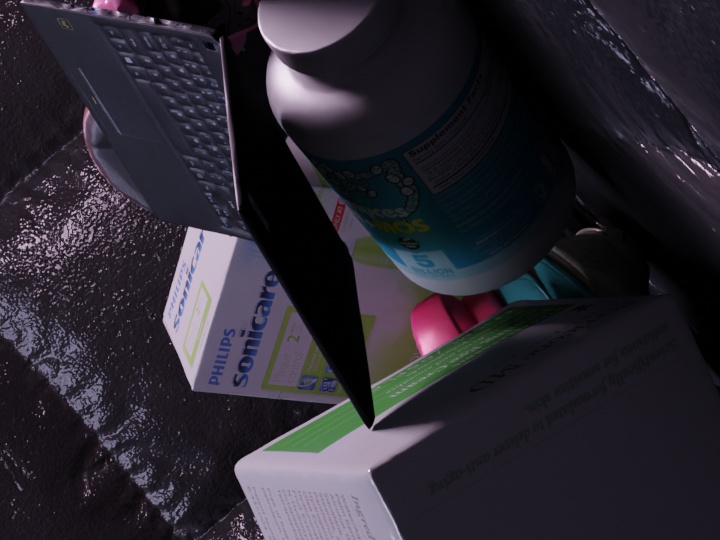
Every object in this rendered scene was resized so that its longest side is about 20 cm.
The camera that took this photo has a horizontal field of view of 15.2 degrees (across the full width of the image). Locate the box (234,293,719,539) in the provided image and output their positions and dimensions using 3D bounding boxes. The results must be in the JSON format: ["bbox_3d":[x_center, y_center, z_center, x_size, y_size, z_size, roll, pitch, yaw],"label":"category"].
[{"bbox_3d":[0.082,0.141,1.377,0.171,0.199,0.200,-3,113,64],"label":"box"}]

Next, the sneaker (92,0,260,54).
[{"bbox_3d":[-0.076,-0.158,1.340,0.095,0.079,0.200,22,150,-3],"label":"sneaker"}]

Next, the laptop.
[{"bbox_3d":[-0.080,-0.030,1.335,0.200,0.103,0.177,13,148,33],"label":"laptop"}]

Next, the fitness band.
[{"bbox_3d":[0.099,0.087,1.563,0.200,0.037,0.144,44,-161,-34],"label":"fitness band"}]

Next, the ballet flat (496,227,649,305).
[{"bbox_3d":[0.126,-0.001,1.503,0.067,0.062,0.200,53,171,-12],"label":"ballet flat"}]

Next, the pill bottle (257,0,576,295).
[{"bbox_3d":[0.024,-0.081,1.363,0.111,0.111,0.200,47,178,43],"label":"pill bottle"}]

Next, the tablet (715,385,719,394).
[{"bbox_3d":[0.198,0.083,1.558,0.130,0.014,0.200,21,173,12],"label":"tablet"}]

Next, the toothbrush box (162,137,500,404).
[{"bbox_3d":[0.000,0.000,1.617,0.200,0.146,0.086,8,-153,-22],"label":"toothbrush box"}]

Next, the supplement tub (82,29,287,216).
[{"bbox_3d":[-0.072,-0.127,1.509,0.107,0.200,0.107,13,137,13],"label":"supplement tub"}]
